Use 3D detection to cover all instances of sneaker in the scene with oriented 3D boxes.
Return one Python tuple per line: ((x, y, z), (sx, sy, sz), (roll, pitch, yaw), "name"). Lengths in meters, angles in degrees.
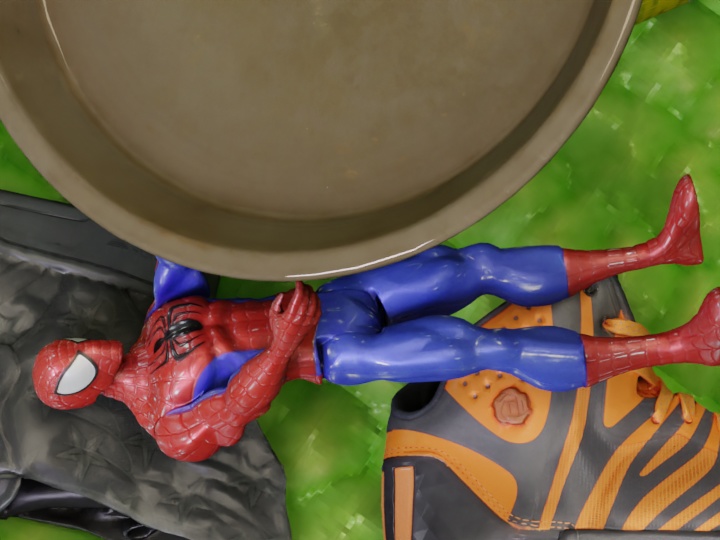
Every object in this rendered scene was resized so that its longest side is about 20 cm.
((0.103, 0.047, 0.905), (0.198, 0.078, 0.113), (-7, 78, -6), "sneaker")
((-0.113, 0.031, 0.901), (0.198, 0.060, 0.105), (11, 71, -5), "sneaker")

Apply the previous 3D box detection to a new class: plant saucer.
((-0.015, -0.097, 0.796), (0.199, 0.029, 0.202), (-2, 85, 18), "plant saucer")

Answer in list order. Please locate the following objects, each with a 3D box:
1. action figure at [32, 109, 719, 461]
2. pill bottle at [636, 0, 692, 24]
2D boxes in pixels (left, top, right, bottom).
((0.000, 0.000, 0.844), (0.198, 0.099, 0.066), (-12, 51, 1), "action figure")
((0.033, -0.113, 0.920), (0.199, 0.109, 0.110), (-24, 80, -9), "pill bottle")
